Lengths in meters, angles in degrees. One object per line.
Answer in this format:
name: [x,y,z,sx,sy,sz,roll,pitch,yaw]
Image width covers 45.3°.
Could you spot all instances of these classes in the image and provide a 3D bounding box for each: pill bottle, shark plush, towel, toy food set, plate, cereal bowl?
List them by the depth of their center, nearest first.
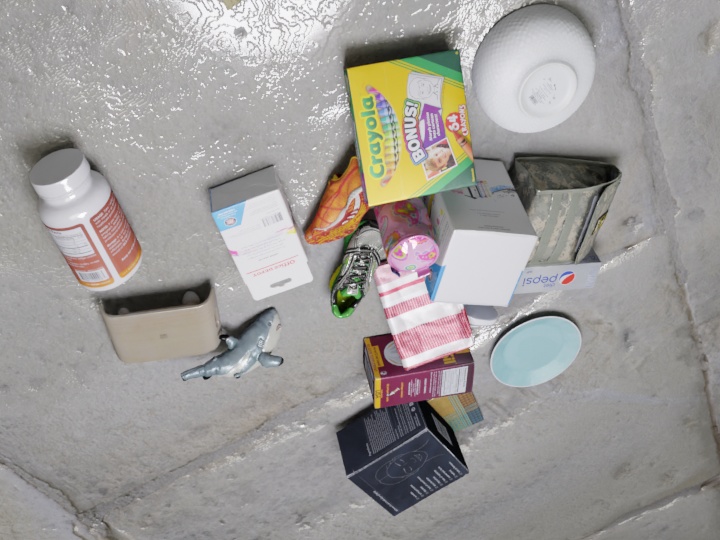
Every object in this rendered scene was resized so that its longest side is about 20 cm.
pill bottle: [-0.413,-0.076,1.297,0.110,0.113,0.202,-16,132,-1]
cereal bowl: [0.274,-0.294,1.321,0.196,0.084,0.203,-9,132,-10]
toy food set: [-0.345,0.090,1.505,0.195,0.061,0.145,-7,143,-8]
towel: [0.114,0.065,1.556,0.141,0.023,0.204,-18,99,2]
shark plush: [-0.231,0.142,1.559,0.196,0.091,0.085,-20,116,-4]
plate: [0.357,0.162,1.774,0.196,0.026,0.203,-8,130,-9]
towel: [0.157,0.316,1.854,0.197,0.022,0.148,-24,132,4]

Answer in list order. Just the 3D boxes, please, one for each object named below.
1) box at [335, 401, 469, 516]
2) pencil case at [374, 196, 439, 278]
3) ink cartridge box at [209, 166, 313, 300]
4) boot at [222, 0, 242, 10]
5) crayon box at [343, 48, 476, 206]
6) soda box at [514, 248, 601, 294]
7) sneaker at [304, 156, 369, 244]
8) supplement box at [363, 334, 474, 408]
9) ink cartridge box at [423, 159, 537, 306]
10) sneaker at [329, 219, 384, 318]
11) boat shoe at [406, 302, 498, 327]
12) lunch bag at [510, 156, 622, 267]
box: [0.087,0.377,1.788,0.195,0.125,0.200,-33,130,10]
pencil case: [0.069,-0.082,1.366,0.085,0.202,0.089,-6,134,-6]
ink cartridge box: [-0.159,-0.057,1.414,0.113,0.068,0.202,-18,132,1]
boot: [-0.151,-0.441,1.084,0.153,0.074,0.201,-25,137,3]
crayon box: [0.074,-0.213,1.291,0.169,0.058,0.205,-12,102,-8]
soda box: [0.338,-0.006,1.595,0.195,0.069,0.064,-4,130,-12]
sneaker: [-0.032,-0.110,1.413,0.072,0.078,0.200,0,148,-40]
supplement box: [0.111,0.183,1.665,0.195,0.111,0.087,-9,132,-9]
ink cartridge box: [0.174,-0.067,1.408,0.141,0.202,0.149,3,130,-15]
sneaker: [0.000,0.000,1.488,0.076,0.086,0.203,13,125,-10]
boat shoe: [0.159,0.080,1.626,0.196,0.074,0.066,12,130,-11]
lunch bag: [0.349,-0.100,1.488,0.196,0.119,0.166,-4,131,-19]
